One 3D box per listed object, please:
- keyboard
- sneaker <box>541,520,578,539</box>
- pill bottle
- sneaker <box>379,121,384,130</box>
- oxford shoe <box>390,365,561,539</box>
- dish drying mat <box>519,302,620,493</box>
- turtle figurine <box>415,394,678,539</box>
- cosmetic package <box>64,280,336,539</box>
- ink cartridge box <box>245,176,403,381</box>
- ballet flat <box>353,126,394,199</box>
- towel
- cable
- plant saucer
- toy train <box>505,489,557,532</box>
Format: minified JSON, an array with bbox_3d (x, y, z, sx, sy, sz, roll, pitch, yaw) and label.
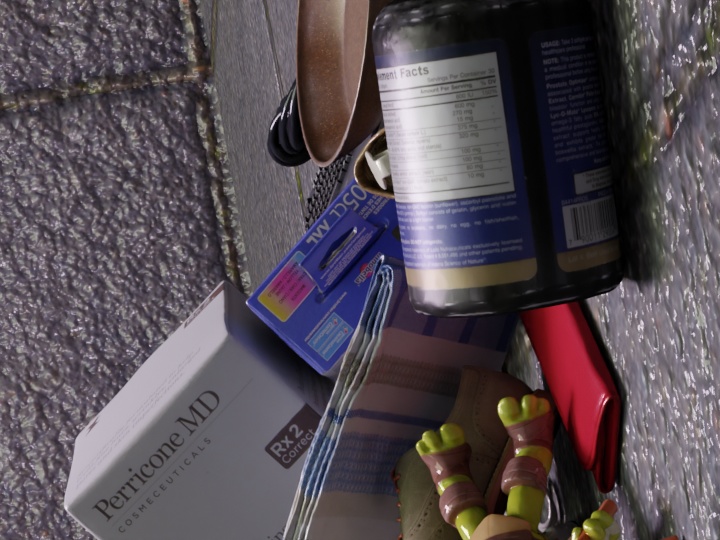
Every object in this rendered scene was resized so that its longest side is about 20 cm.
[{"bbox_3d":[-0.012,-0.102,1.475,0.200,0.020,0.128,113,162,-47],"label":"keyboard"},{"bbox_3d":[0.097,0.193,1.201,0.200,0.091,0.076,153,107,-83],"label":"sneaker"},{"bbox_3d":[0.066,-0.083,1.033,0.112,0.111,0.201,-153,55,-81],"label":"pill bottle"},{"bbox_3d":[0.030,-0.056,1.568,0.088,0.075,0.201,15,114,58],"label":"sneaker"},{"bbox_3d":[0.045,0.147,1.207,0.200,0.075,0.071,-59,-16,-22],"label":"oxford shoe"},{"bbox_3d":[0.111,0.032,1.185,0.200,0.018,0.077,-107,12,-48],"label":"dish drying mat"},{"bbox_3d":[0.085,0.146,1.105,0.064,0.200,0.162,37,-147,-34],"label":"turtle figurine"},{"bbox_3d":[-0.076,0.145,1.422,0.200,0.165,0.165,42,-175,-12],"label":"cosmetic package"},{"bbox_3d":[0.000,0.000,1.379,0.076,0.137,0.200,41,179,5],"label":"ink cartridge box"},{"bbox_3d":[0.044,-0.076,1.202,0.068,0.072,0.200,64,159,-3],"label":"ballet flat"},{"bbox_3d":[0.029,0.096,1.237,0.024,0.147,0.201,22,96,41],"label":"towel"},{"bbox_3d":[-0.031,-0.163,1.581,0.164,0.051,0.200,-63,-3,-7],"label":"cable"},{"bbox_3d":[-0.004,-0.167,1.352,0.200,0.036,0.202,-177,90,-76],"label":"plant saucer"},{"bbox_3d":[0.066,0.078,1.343,0.150,0.055,0.201,153,107,-68],"label":"toy train"}]
